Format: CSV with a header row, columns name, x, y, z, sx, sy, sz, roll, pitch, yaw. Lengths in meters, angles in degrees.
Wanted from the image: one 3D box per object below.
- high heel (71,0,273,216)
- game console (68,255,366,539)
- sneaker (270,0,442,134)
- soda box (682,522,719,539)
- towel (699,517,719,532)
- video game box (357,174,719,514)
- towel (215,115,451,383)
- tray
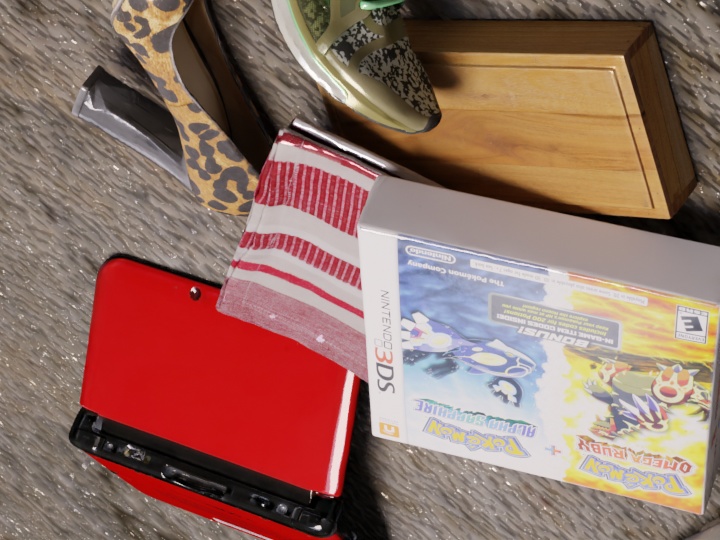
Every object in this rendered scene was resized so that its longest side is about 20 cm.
name,x,y,z,sx,sy,sz,roll,pitch,yaw
high heel,-0.071,-0.115,1.427,0.142,0.072,0.200,30,140,0
game console,-0.073,0.096,1.647,0.199,0.119,0.172,18,166,27
sneaker,-0.003,-0.164,1.300,0.088,0.077,0.201,-28,92,32
soda box,0.179,0.198,1.457,0.063,0.068,0.200,47,154,0
towel,0.288,0.201,1.435,0.200,0.034,0.132,49,139,-8
video game box,0.099,0.042,1.393,0.199,0.047,0.183,12,143,15
towel,0.000,0.000,1.455,0.144,0.023,0.200,25,148,1
tray,0.072,-0.081,1.357,0.199,0.037,0.099,5,128,37
